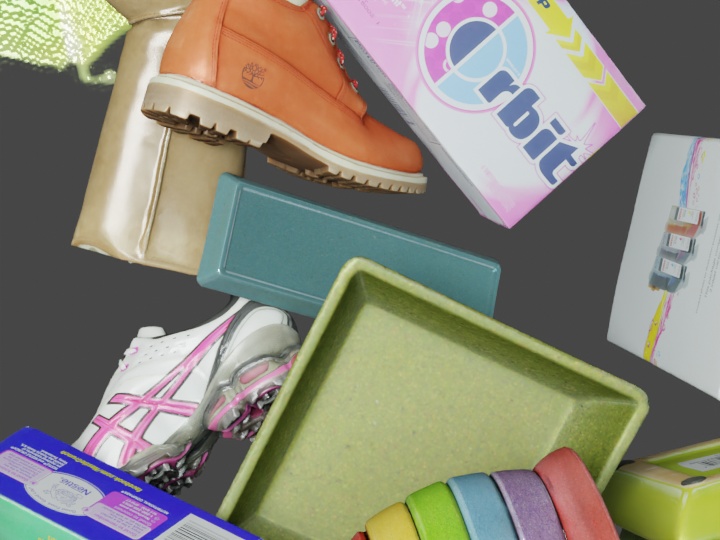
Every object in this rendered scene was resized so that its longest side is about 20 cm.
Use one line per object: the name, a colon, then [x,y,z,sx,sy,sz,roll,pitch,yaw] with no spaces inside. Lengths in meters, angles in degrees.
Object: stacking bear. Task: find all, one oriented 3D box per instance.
stacking bear: [0.035,0.175,0.829,0.198,0.122,0.115,-16,73,-5]

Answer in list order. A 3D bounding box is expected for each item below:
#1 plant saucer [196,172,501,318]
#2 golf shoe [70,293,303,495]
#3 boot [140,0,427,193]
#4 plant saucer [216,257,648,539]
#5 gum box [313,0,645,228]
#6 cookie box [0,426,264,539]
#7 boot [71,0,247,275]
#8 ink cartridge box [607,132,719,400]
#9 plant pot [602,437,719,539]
plant saucer: [0.000,0.000,0.946,0.199,0.019,0.071,17,77,-23]
golf shoe: [-0.123,0.085,0.946,0.199,0.073,0.092,-33,67,0]
boot: [-0.026,-0.108,0.911,0.199,0.075,0.108,23,80,-40]
plant saucer: [0.034,0.113,0.904,0.199,0.048,0.201,25,101,-13]
gum box: [0.064,-0.140,0.942,0.113,0.066,0.200,-41,105,-3]
cookie box: [-0.154,0.217,0.872,0.170,0.075,0.202,21,115,23]
boot: [-0.140,-0.108,0.917,0.174,0.066,0.202,12,94,-13]
ink cartridge box: [0.256,0.004,0.931,0.144,0.200,0.146,12,96,-10]
plant pot: [0.256,0.197,0.955,0.198,0.199,0.183,-13,91,-8]
